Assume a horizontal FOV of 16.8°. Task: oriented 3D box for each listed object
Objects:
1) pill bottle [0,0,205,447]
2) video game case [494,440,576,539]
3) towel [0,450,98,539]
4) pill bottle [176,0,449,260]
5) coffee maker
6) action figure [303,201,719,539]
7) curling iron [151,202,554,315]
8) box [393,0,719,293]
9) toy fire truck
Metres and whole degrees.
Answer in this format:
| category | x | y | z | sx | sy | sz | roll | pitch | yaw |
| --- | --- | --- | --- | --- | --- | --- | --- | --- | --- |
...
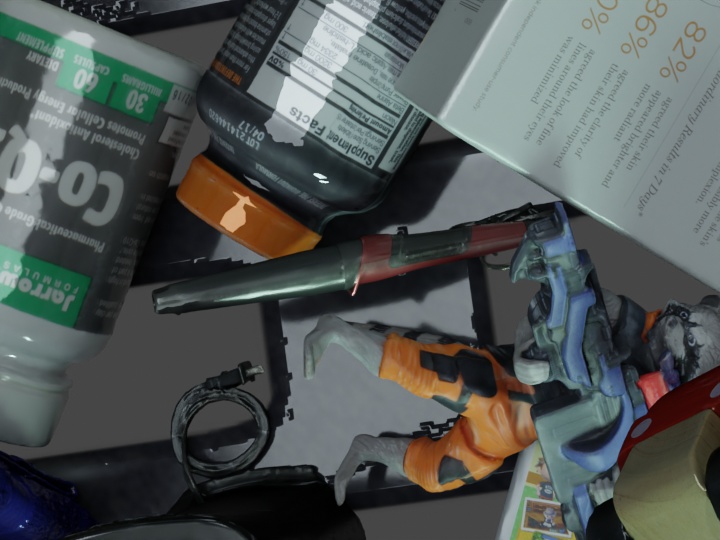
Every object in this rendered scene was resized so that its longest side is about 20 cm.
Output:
| category | x | y | z | sx | sy | sz | roll | pitch | yaw |
| --- | --- | --- | --- | --- | --- | --- | --- | --- | --- |
| pill bottle | -0.159 | -0.024 | 1.183 | 0.112 | 0.113 | 0.201 | 22 | 93 | 13 |
| video game case | 0.149 | 0.185 | 1.148 | 0.199 | 0.022 | 0.183 | 16 | 92 | 14 |
| towel | -0.220 | 0.110 | 1.154 | 0.147 | 0.200 | 0.050 | -10 | 68 | 12 |
| pill bottle | -0.009 | -0.101 | 1.154 | 0.106 | 0.106 | 0.201 | 33 | 96 | 13 |
| coffee maker | -0.076 | 0.150 | 1.112 | 0.134 | 0.200 | 0.193 | -33 | 81 | 9 |
| action figure | 0.073 | 0.033 | 1.103 | 0.192 | 0.105 | 0.201 | -5 | 128 | 5 |
| curling iron | 0.000 | 0.000 | 1.139 | 0.199 | 0.050 | 0.026 | -12 | 75 | -18 |
| box | 0.141 | -0.089 | 1.078 | 0.199 | 0.106 | 0.153 | 30 | 95 | -15 |
| toy fire truck | 0.217 | 0.090 | 1.058 | 0.176 | 0.200 | 0.128 | 46 | 133 | -12 |
